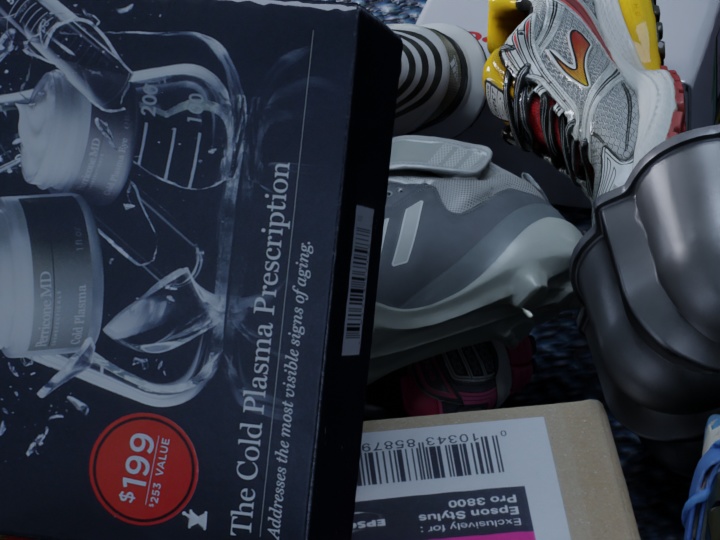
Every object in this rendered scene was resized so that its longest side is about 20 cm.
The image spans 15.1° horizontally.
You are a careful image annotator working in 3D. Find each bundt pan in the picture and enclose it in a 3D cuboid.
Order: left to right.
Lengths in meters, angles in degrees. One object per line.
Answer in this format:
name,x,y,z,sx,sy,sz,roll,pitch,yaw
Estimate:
bundt pan,0.186,0.024,1.094,0.201,0.202,0.076,-4,48,1

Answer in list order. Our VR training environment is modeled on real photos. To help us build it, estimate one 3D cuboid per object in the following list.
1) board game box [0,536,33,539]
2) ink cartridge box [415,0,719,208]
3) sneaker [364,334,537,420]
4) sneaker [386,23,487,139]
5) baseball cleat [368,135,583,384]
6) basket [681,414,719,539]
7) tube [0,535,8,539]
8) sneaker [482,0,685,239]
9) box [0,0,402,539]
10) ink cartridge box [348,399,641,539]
board game box,-0.204,0.163,1.065,0.152,0.040,0.200,9,38,17
ink cartridge box,0.115,-0.120,1.383,0.144,0.084,0.200,6,38,15
sneaker,-0.020,0.013,1.219,0.199,0.081,0.075,23,46,32
sneaker,-0.051,-0.082,1.278,0.200,0.076,0.115,-14,-11,31
baseball cleat,0.000,0.000,1.141,0.199,0.070,0.107,-10,50,-33
basket,0.198,0.120,0.985,0.175,0.140,0.200,-2,11,5
tube,-0.215,0.105,1.073,0.199,0.052,0.058,-18,5,-12
sneaker,0.096,-0.063,1.194,0.082,0.078,0.200,-2,33,-4
box,-0.089,-0.001,0.996,0.181,0.201,0.104,5,0,10
ink cartridge box,0.011,0.134,1.054,0.199,0.075,0.165,-6,35,-3
